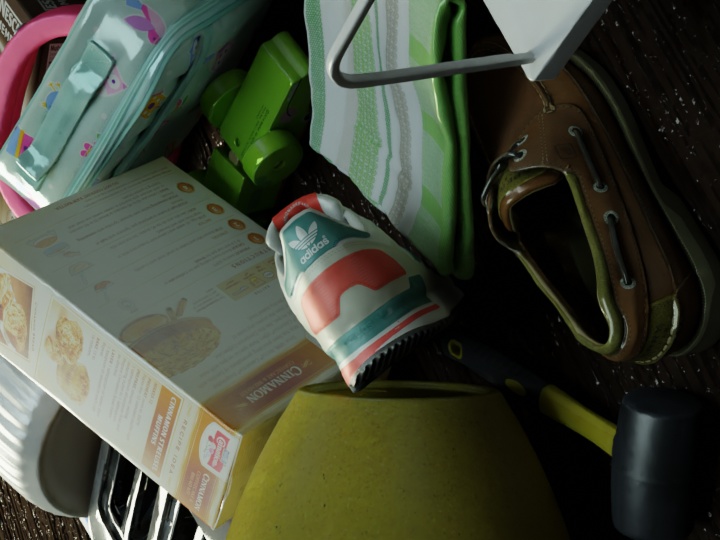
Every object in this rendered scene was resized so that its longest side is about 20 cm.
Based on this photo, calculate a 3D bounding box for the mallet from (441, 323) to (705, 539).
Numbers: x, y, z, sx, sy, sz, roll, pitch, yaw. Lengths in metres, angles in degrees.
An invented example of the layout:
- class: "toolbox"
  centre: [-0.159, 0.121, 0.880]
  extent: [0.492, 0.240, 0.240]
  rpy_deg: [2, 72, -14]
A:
- class: "mallet"
  centre: [0.098, 0.057, 0.777]
  extent: [0.200, 0.041, 0.067]
  rpy_deg: [40, 130, 52]

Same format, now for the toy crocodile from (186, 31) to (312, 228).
- class: "toy crocodile"
  centre: [-0.071, -0.063, 1.003]
  extent: [0.068, 0.061, 0.201]
  rpy_deg: [48, 132, 27]

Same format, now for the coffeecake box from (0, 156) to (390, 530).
- class: "coffeecake box"
  centre: [-0.100, 0.034, 0.915]
  extent: [0.199, 0.153, 0.074]
  rpy_deg: [35, 127, 22]

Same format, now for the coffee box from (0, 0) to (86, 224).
- class: "coffee box"
  centre: [-0.244, -0.124, 1.238]
  extent: [0.114, 0.079, 0.202]
  rpy_deg: [48, 135, 40]

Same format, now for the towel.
- class: "towel"
  centre: [0.009, -0.097, 0.824]
  extent: [0.200, 0.030, 0.151]
  rpy_deg: [-129, 30, -60]

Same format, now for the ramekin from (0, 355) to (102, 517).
- class: "ramekin"
  centre: [-0.176, 0.072, 1.072]
  extent: [0.105, 0.199, 0.202]
  rpy_deg: [40, 129, 34]

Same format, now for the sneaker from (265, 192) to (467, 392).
- class: "sneaker"
  centre: [0.000, 0.000, 0.804]
  extent: [0.094, 0.070, 0.200]
  rpy_deg: [55, -174, 0]

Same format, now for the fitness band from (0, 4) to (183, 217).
- class: "fitness band"
  centre: [-0.200, -0.098, 1.135]
  extent: [0.142, 0.038, 0.201]
  rpy_deg: [26, 125, 4]

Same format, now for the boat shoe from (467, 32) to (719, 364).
- class: "boat shoe"
  centre: [0.092, -0.042, 0.732]
  extent: [0.201, 0.067, 0.072]
  rpy_deg: [57, 141, 36]

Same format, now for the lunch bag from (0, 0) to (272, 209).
- class: "lunch bag"
  centre: [-0.140, -0.117, 0.984]
  extent: [0.077, 0.161, 0.200]
  rpy_deg: [38, 128, 0]

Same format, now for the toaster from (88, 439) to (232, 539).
- class: "toaster"
  centre: [-0.081, 0.155, 1.002]
  extent: [0.181, 0.117, 0.202]
  rpy_deg: [52, 137, 40]

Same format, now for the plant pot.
- class: "plant pot"
  centre: [0.019, 0.129, 0.776]
  extent: [0.199, 0.198, 0.144]
  rpy_deg: [2, 91, 57]

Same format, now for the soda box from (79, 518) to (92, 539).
- class: "soda box"
  centre: [-0.160, 0.181, 1.179]
  extent: [0.200, 0.067, 0.064]
  rpy_deg: [48, 134, 43]

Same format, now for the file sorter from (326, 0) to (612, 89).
- class: "file sorter"
  centre: [0.017, -0.191, 0.615]
  extent: [0.201, 0.123, 0.139]
  rpy_deg: [63, 143, 23]
